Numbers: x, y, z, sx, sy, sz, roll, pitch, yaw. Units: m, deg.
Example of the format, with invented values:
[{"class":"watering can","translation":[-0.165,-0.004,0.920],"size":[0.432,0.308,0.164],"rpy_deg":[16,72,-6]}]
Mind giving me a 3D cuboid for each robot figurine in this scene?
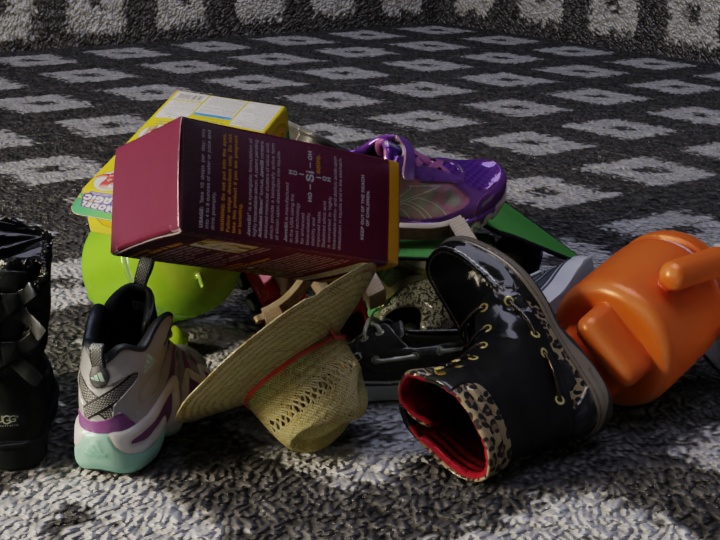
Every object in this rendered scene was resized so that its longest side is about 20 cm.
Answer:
[{"class":"robot figurine","translation":[-0.182,-0.010,1.265],"size":[0.114,0.178,0.199],"rpy_deg":[13,-15,-31]},{"class":"robot figurine","translation":[0.244,0.037,1.171],"size":[0.116,0.146,0.199],"rpy_deg":[20,36,33]}]

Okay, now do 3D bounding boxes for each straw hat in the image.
[{"class":"straw hat","translation":[-0.040,0.089,1.040],"size":[0.085,0.201,0.200],"rpy_deg":[50,32,9]}]

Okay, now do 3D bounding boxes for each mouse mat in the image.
[{"class":"mouse mat","translation":[0.132,-0.059,1.401],"size":[0.199,0.008,0.161],"rpy_deg":[18,17,-43]},{"class":"mouse mat","translation":[0.048,-0.023,1.286],"size":[0.158,0.008,0.200],"rpy_deg":[2,9,4]}]

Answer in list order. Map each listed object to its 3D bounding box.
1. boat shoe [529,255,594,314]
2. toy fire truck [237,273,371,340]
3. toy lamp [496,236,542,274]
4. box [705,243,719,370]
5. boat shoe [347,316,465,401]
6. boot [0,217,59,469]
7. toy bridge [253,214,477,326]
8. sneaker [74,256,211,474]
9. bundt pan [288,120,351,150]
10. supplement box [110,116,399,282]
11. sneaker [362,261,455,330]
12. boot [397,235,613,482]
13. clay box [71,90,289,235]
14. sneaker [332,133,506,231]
[{"class":"boat shoe","translation":[0.167,0.033,1.311],"size":[0.067,0.073,0.200],"rpy_deg":[11,26,25]},{"class":"toy fire truck","translation":[-0.072,-0.006,1.265],"size":[0.048,0.202,0.141],"rpy_deg":[-28,0,-25]},{"class":"toy lamp","translation":[0.142,0.003,1.425],"size":[0.057,0.059,0.200],"rpy_deg":[9,21,24]},{"class":"box","translation":[0.398,0.053,1.185],"size":[0.150,0.108,0.200],"rpy_deg":[1,16,-3]},{"class":"boat shoe","translation":[0.022,0.071,1.162],"size":[0.197,0.065,0.071],"rpy_deg":[1,16,-4]},{"class":"boot","translation":[-0.266,0.042,1.054],"size":[0.072,0.165,0.198],"rpy_deg":[-1,16,-14]},{"class":"toy bridge","translation":[0.000,0.000,1.169],"size":[0.198,0.027,0.068],"rpy_deg":[-25,63,-9]},{"class":"sneaker","translation":[-0.161,0.054,1.059],"size":[0.077,0.142,0.200],"rpy_deg":[4,17,8]},{"class":"bundt pan","translation":[-0.037,-0.094,1.444],"size":[0.200,0.077,0.202],"rpy_deg":[26,2,-1]},{"class":"supplement box","translation":[-0.079,-0.049,1.059],"size":[0.198,0.087,0.110],"rpy_deg":[8,-13,-36]},{"class":"sneaker","translation":[0.028,0.029,1.304],"size":[0.089,0.077,0.199],"rpy_deg":[-44,26,-28]},{"class":"boot","translation":[0.087,0.067,1.065],"size":[0.150,0.073,0.201],"rpy_deg":[-20,65,-43]},{"class":"clay box","translation":[-0.151,-0.081,1.181],"size":[0.113,0.048,0.201],"rpy_deg":[10,40,19]},{"class":"sneaker","translation":[0.042,-0.081,1.247],"size":[0.197,0.089,0.081],"rpy_deg":[-7,40,-15]}]
